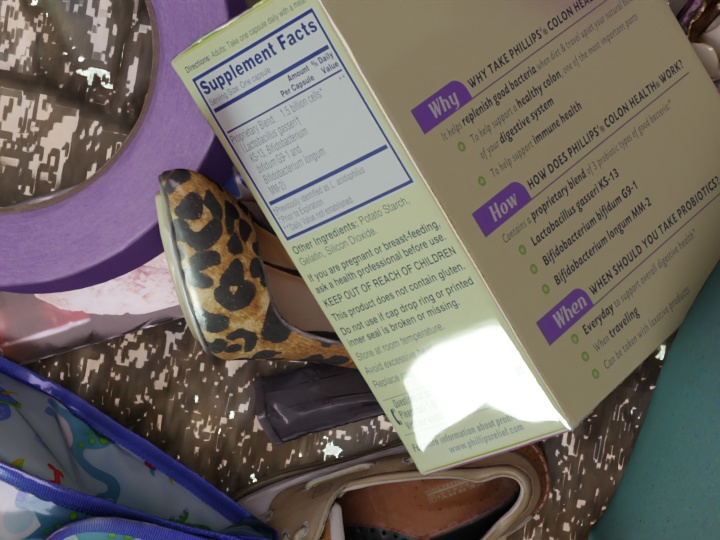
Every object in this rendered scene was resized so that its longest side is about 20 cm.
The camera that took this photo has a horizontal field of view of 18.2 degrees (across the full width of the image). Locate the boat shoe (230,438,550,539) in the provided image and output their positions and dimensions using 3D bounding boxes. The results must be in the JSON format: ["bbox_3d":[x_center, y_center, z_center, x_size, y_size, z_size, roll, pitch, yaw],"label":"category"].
[{"bbox_3d":[-0.010,0.122,1.011,0.199,0.068,0.075,-29,95,8],"label":"boat shoe"}]

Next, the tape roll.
[{"bbox_3d":[-0.149,-0.091,0.988,0.199,0.066,0.201,0,88,7],"label":"tape roll"}]

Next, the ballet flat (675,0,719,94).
[{"bbox_3d":[0.203,-0.147,0.969,0.069,0.071,0.200,40,97,0],"label":"ballet flat"}]

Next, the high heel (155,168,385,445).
[{"bbox_3d":[0.000,0.000,0.955,0.142,0.200,0.072,-16,54,9],"label":"high heel"}]

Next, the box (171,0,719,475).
[{"bbox_3d":[0.054,-0.051,0.923,0.096,0.176,0.201,-22,102,49],"label":"box"}]

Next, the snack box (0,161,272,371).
[{"bbox_3d":[-0.090,-0.014,1.026,0.199,0.024,0.072,-16,93,6],"label":"snack box"}]

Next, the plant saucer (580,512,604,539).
[{"bbox_3d":[0.158,0.187,0.976,0.199,0.035,0.201,3,96,35],"label":"plant saucer"}]

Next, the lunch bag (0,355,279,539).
[{"bbox_3d":[-0.155,0.147,0.991,0.199,0.128,0.171,26,109,-1],"label":"lunch bag"}]

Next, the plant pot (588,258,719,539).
[{"bbox_3d":[0.195,0.075,0.860,0.200,0.200,0.188,37,93,0],"label":"plant pot"}]
